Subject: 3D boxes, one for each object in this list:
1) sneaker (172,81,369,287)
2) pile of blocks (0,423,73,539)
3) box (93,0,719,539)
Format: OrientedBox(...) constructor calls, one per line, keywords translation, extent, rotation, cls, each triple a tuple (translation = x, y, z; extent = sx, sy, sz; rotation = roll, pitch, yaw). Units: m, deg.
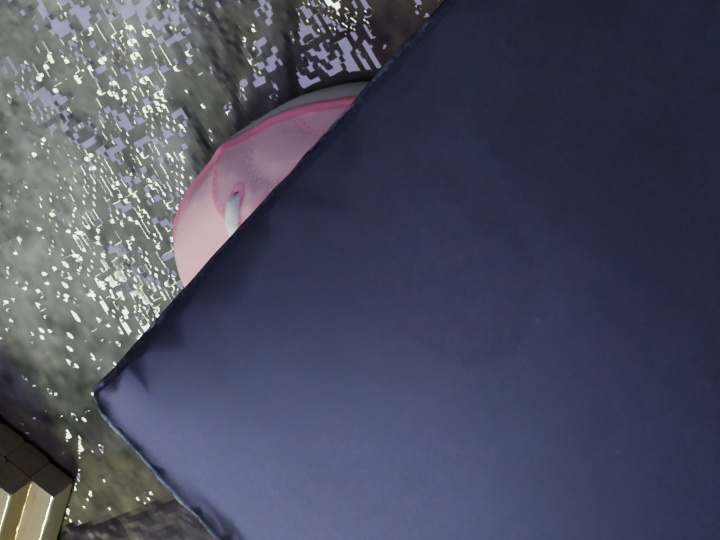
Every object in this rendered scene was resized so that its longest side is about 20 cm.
OrientedBox(translation=(0.000, 0.000, 0.725), extent=(0.200, 0.105, 0.076), rotation=(-7, 113, 43), cls="sneaker")
OrientedBox(translation=(-0.179, 0.116, 0.977), extent=(0.082, 0.062, 0.200), rotation=(54, 137, -1), cls="pile of blocks")
OrientedBox(translation=(0.082, -0.012, 0.530), extent=(0.124, 0.197, 0.200), rotation=(44, 103, 8), cls="box")
